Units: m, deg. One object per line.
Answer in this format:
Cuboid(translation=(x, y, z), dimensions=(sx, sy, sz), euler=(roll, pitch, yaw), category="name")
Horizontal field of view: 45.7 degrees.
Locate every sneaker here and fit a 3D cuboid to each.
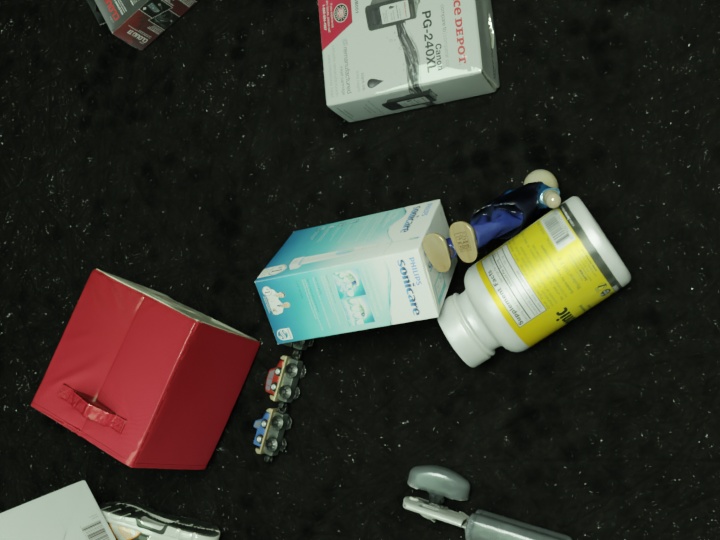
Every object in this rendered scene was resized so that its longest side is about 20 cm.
Cuboid(translation=(-0.279, 0.353, 1.108), dimensions=(0.197, 0.074, 0.081), euler=(10, 90, 23), category="sneaker")

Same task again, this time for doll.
Cuboid(translation=(0.158, -0.061, 0.924), dimensions=(0.136, 0.199, 0.049), euler=(-22, 97, 48), category="doll")

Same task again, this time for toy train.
Cuboid(translation=(-0.098, 0.140, 1.078), dimensions=(0.045, 0.034, 0.203), euler=(15, 90, 26), category="toy train")

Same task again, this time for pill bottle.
Cuboid(translation=(0.184, 0.019, 0.937), dimensions=(0.199, 0.111, 0.112), euler=(-35, 73, 15), category="pill bottle")

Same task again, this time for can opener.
Cuboid(translation=(0.142, 0.272, 0.958), dimensions=(0.197, 0.053, 0.068), euler=(11, 89, 21), category="can opener")

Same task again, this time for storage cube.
Cuboid(translation=(-0.260, 0.126, 1.062), dimensions=(0.169, 0.200, 0.182), euler=(23, 86, 23), category="storage cube")

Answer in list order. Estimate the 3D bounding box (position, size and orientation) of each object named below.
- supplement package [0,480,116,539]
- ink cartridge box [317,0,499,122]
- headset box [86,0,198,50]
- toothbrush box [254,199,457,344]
Cuboid(translation=(-0.412, 0.399, 1.079), dimensions=(0.153, 0.150, 0.200), euler=(55, 128, 17), category="supplement package")
Cuboid(translation=(0.058, -0.276, 1.033), dimensions=(0.197, 0.083, 0.148), euler=(-8, 81, 21), category="ink cartridge box")
Cuboid(translation=(-0.301, -0.424, 1.198), dimensions=(0.199, 0.077, 0.150), euler=(-34, 73, 14), category="headset box")
Cuboid(translation=(0.000, 0.000, 0.985), dimensions=(0.197, 0.147, 0.086), euler=(-12, 111, 20), category="toothbrush box")
